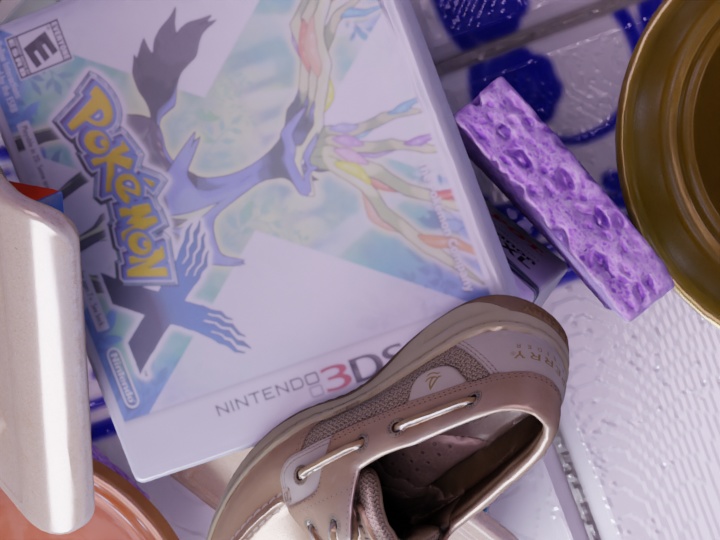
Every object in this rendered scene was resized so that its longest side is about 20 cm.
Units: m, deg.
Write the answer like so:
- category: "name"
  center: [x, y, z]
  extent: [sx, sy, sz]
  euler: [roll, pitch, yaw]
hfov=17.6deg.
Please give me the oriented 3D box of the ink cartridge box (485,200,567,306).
- category: "ink cartridge box"
  center: [0.000, 0.000, 1.059]
  extent: [0.145, 0.200, 0.084]
  euler: [39, 106, 6]

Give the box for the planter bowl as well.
- category: "planter bowl"
  center: [0.220, -0.062, 1.042]
  extent: [0.200, 0.083, 0.201]
  euler: [3, 101, 16]

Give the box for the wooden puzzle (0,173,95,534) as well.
- category: "wooden puzzle"
  center: [-0.174, -0.008, 0.998]
  extent: [0.200, 0.046, 0.185]
  euler: [38, 143, 33]

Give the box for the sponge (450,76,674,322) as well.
- category: "sponge"
  center: [0.086, -0.030, 1.027]
  extent: [0.030, 0.200, 0.112]
  euler: [-41, 88, 2]

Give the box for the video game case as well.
- category: "video game case"
  center: [-0.046, -0.032, 0.948]
  extent: [0.182, 0.022, 0.200]
  euler: [-20, 94, 18]

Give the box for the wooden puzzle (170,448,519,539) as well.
- category: "wooden puzzle"
  center: [-0.012, 0.107, 1.123]
  extent: [0.200, 0.037, 0.185]
  euler: [41, 152, 7]

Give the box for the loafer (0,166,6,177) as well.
- category: "loafer"
  center: [-0.197, -0.010, 1.138]
  extent: [0.076, 0.068, 0.200]
  euler: [5, 143, 33]

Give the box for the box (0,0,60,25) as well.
- category: "box"
  center: [-0.209, -0.203, 1.127]
  extent: [0.128, 0.109, 0.200]
  euler: [-43, 87, 20]

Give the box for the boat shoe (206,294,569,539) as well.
- category: "boat shoe"
  center: [0.004, 0.089, 0.927]
  extent: [0.071, 0.065, 0.200]
  euler: [31, 124, -22]

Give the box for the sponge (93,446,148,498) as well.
- category: "sponge"
  center: [-0.211, 0.154, 1.235]
  extent: [0.112, 0.030, 0.200]
  euler: [42, 109, 5]

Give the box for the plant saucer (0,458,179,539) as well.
- category: "plant saucer"
  center: [-0.173, 0.179, 1.189]
  extent: [0.200, 0.032, 0.201]
  euler: [3, 104, 12]
